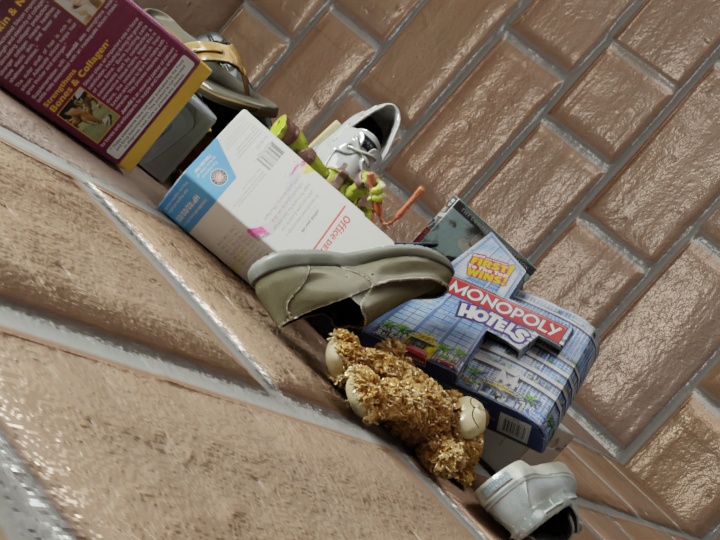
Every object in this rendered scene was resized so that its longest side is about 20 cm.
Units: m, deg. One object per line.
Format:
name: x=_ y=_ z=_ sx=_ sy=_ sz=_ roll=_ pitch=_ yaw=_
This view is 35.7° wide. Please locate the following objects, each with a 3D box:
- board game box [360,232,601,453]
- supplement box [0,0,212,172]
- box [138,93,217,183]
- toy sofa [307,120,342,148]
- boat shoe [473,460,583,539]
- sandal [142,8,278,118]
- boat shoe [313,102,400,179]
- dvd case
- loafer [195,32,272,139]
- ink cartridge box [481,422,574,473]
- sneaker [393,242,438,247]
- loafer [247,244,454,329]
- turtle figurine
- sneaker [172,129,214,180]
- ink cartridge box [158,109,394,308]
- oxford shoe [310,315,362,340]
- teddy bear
board game box: x=0.133 y=0.056 z=1.115 sx=0.200 sy=0.200 sz=0.062 roll=23 pitch=-42 yaw=18
supplement box: x=-0.260 y=-0.205 z=1.025 sx=0.200 sy=0.131 sz=0.103 roll=38 pitch=4 yaw=-40
box: x=-0.265 y=-0.210 z=1.215 sx=0.176 sy=0.097 sz=0.200 roll=38 pitch=6 yaw=-28
toy sofa: x=-0.067 y=-0.107 z=1.416 sx=0.098 sy=0.083 sz=0.200 roll=50 pitch=-28 yaw=-12
boat shoe: x=0.163 y=0.219 z=1.016 sx=0.072 sy=0.070 sz=0.201 roll=56 pitch=14 yaw=24
sandal: x=-0.165 y=-0.233 z=1.213 sx=0.200 sy=0.055 sz=0.082 roll=44 pitch=25 yaw=21
boat shoe: x=-0.009 y=-0.136 z=1.273 sx=0.074 sy=0.065 sz=0.200 roll=45 pitch=40 yaw=-16
dvd case: x=0.100 y=0.027 z=1.375 sx=0.146 sy=0.200 sz=0.022 roll=40 pitch=5 yaw=-21
loafer: x=-0.142 y=-0.180 z=1.277 sx=0.070 sy=0.068 sz=0.201 roll=73 pitch=-7 yaw=-68
ink cartridge box: x=0.135 y=0.146 z=1.281 sx=0.200 sy=0.083 sz=0.147 roll=43 pitch=4 yaw=26
sneaker: x=0.000 y=0.000 z=1.264 sx=0.200 sy=0.081 sz=0.146 roll=5 pitch=-5 yaw=31
loafer: x=-0.004 y=0.022 z=0.995 sx=0.200 sy=0.075 sz=0.070 roll=-3 pitch=70 yaw=-27
turtle figurine: x=-0.034 y=-0.090 z=1.148 sx=0.161 sy=0.064 sz=0.200 roll=38 pitch=-35 yaw=-20
sneaker: x=-0.175 y=-0.124 z=1.286 sx=0.073 sy=0.077 sz=0.200 roll=40 pitch=6 yaw=-39
ink cartridge box: x=-0.077 y=-0.043 z=1.070 sx=0.200 sy=0.068 sz=0.115 roll=41 pitch=48 yaw=-7
oxford shoe: x=-0.048 y=-0.002 z=1.165 sx=0.200 sy=0.084 sz=0.073 roll=41 pitch=6 yaw=9
teddy bear: x=0.047 y=0.114 z=0.972 sx=0.200 sy=0.067 sz=0.145 roll=39 pitch=8 yaw=-21
